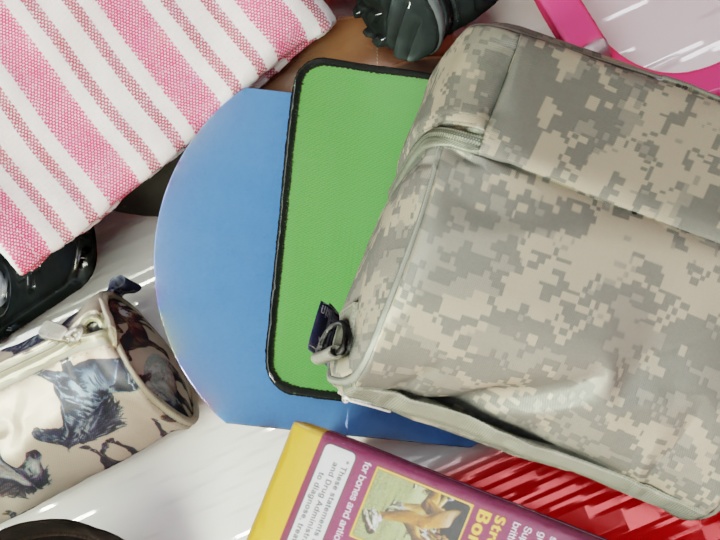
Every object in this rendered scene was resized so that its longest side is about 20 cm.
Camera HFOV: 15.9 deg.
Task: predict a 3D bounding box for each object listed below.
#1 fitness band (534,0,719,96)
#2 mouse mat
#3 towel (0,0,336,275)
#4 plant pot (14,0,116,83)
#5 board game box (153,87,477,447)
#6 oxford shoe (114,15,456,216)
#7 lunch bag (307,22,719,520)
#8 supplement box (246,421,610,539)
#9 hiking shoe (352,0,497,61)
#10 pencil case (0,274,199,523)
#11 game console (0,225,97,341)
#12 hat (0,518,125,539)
[{"bbox_3d":[0.144,-0.167,1.234,0.143,0.037,0.200,-28,65,5],"label":"fitness band"},{"bbox_3d":[0.059,-0.011,1.208,0.200,0.008,0.161,7,79,-8],"label":"mouse mat"},{"bbox_3d":[-0.126,-0.113,1.203,0.200,0.030,0.146,-40,97,-10],"label":"towel"},{"bbox_3d":[-0.199,-0.155,1.248,0.200,0.027,0.200,-2,77,8],"label":"plant pot"},{"bbox_3d":[0.000,0.000,1.231,0.200,0.039,0.158,6,87,-7],"label":"board game box"},{"bbox_3d":[-0.045,-0.080,1.270,0.200,0.071,0.071,-17,59,3],"label":"oxford shoe"},{"bbox_3d":[0.094,0.006,1.135,0.200,0.139,0.168,21,71,-7],"label":"lunch bag"},{"bbox_3d":[0.046,0.165,1.164,0.200,0.103,0.131,22,85,19],"label":"supplement box"},{"bbox_3d":[0.011,-0.173,1.258,0.087,0.074,0.200,-27,47,-15],"label":"hiking shoe"},{"bbox_3d":[-0.183,0.079,1.255,0.200,0.089,0.078,-26,39,10],"label":"pencil case"},{"bbox_3d":[-0.232,-0.064,1.280,0.176,0.116,0.200,-29,67,50],"label":"game console"},{"bbox_3d":[-0.163,0.219,1.217,0.081,0.200,0.201,-12,76,59],"label":"hat"}]
